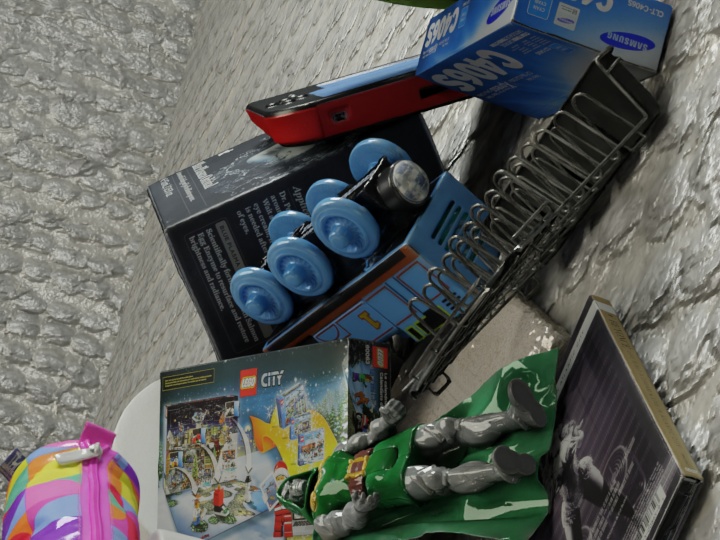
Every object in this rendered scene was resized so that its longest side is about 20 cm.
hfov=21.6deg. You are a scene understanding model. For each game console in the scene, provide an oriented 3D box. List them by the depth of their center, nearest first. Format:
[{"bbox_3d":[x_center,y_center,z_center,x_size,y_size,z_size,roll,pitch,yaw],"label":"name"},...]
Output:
[{"bbox_3d":[0.021,-0.134,1.346,0.177,0.198,0.031,-132,26,-74],"label":"game console"}]

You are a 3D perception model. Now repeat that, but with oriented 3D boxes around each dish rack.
[{"bbox_3d":[0.084,-0.021,1.036,0.200,0.054,0.154,-44,-11,-45],"label":"dish rack"}]

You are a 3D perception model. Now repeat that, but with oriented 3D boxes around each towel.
[{"bbox_3d":[0.065,0.069,1.153,0.133,0.034,0.200,-61,16,5],"label":"towel"}]

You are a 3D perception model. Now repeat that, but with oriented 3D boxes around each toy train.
[{"bbox_3d":[0.000,0.000,1.203,0.200,0.114,0.087,-38,15,49],"label":"toy train"}]

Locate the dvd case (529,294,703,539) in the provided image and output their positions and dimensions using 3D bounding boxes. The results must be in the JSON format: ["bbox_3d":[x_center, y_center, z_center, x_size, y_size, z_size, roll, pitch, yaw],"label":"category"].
[{"bbox_3d":[0.116,0.119,0.966,0.200,0.016,0.150,-105,33,-66],"label":"dvd case"}]

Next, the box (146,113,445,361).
[{"bbox_3d":[-0.041,-0.037,1.385,0.197,0.199,0.118,-132,19,-75],"label":"box"}]

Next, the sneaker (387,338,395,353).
[{"bbox_3d":[-0.001,0.078,1.398,0.088,0.081,0.201,124,151,-48],"label":"sneaker"}]

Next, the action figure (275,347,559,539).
[{"bbox_3d":[0.023,0.113,1.063,0.199,0.055,0.119,-23,39,44],"label":"action figure"}]

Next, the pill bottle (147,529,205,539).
[{"bbox_3d":[-0.032,0.215,1.057,0.114,0.199,0.115,-162,90,-77],"label":"pill bottle"}]

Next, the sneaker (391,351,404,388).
[{"bbox_3d":[0.012,0.127,1.260,0.200,0.106,0.075,54,159,34],"label":"sneaker"}]

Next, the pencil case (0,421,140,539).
[{"bbox_3d":[-0.158,0.157,1.033,0.200,0.088,0.089,-117,46,-70],"label":"pencil case"}]

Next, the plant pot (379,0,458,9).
[{"bbox_3d":[0.074,-0.268,1.250,0.200,0.180,0.200,-66,11,-6],"label":"plant pot"}]

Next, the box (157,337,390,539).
[{"bbox_3d":[-0.059,0.124,1.218,0.199,0.037,0.138,-12,73,48],"label":"box"}]

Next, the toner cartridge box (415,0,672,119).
[{"bbox_3d":[0.108,-0.140,1.165,0.200,0.094,0.044,166,120,-76],"label":"toner cartridge box"}]

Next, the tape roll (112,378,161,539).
[{"bbox_3d":[-0.089,0.159,1.378,0.204,0.201,0.037,-87,20,-48],"label":"tape roll"}]
